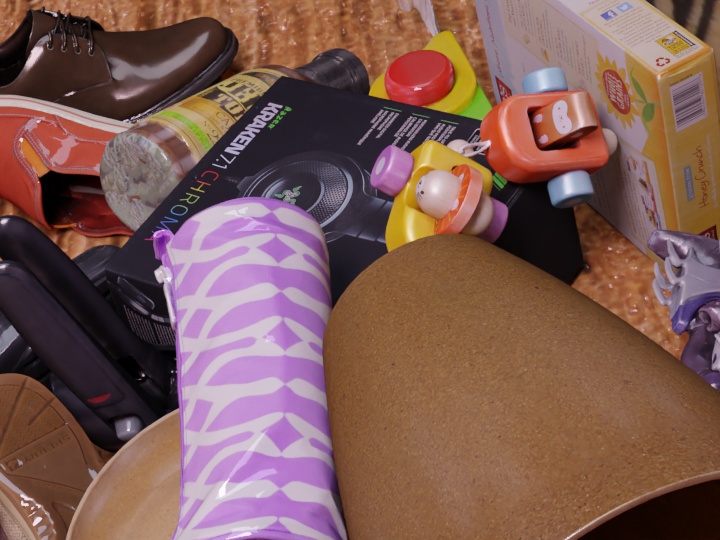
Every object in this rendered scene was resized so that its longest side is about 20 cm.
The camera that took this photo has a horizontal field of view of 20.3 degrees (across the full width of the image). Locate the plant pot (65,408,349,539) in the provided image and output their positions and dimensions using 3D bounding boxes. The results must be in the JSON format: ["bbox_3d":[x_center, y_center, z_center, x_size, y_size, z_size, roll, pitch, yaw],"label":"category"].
[{"bbox_3d":[-0.035,0.135,0.909,0.198,0.028,0.201,-2,48,2],"label":"plant pot"}]

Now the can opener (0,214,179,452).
[{"bbox_3d":[-0.128,0.045,0.979,0.078,0.200,0.064,-23,55,7],"label":"can opener"}]

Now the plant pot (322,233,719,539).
[{"bbox_3d":[0.064,0.082,0.816,0.185,0.187,0.201,-25,48,-10],"label":"plant pot"}]

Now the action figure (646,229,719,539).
[{"bbox_3d":[0.163,0.050,0.929,0.069,0.130,0.201,29,44,-10],"label":"action figure"}]

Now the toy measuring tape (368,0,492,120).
[{"bbox_3d":[0.028,-0.114,1.204,0.073,0.074,0.201,-19,40,-3],"label":"toy measuring tape"}]

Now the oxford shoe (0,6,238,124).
[{"bbox_3d":[-0.176,-0.129,1.280,0.198,0.085,0.073,-17,38,-3],"label":"oxford shoe"}]

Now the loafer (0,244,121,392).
[{"bbox_3d":[-0.203,0.051,1.093,0.070,0.068,0.200,31,62,33],"label":"loafer"}]

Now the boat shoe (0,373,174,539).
[{"bbox_3d":[-0.135,0.142,0.968,0.072,0.072,0.200,-25,60,-32],"label":"boat shoe"}]

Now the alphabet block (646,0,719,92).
[{"bbox_3d":[0.236,-0.200,1.131,0.199,0.198,0.195,24,53,38],"label":"alphabet block"}]

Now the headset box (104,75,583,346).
[{"bbox_3d":[0.000,0.000,1.062,0.199,0.093,0.174,16,50,32],"label":"headset box"}]

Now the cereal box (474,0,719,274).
[{"bbox_3d":[0.128,-0.097,1.090,0.039,0.145,0.200,-27,41,-13],"label":"cereal box"}]

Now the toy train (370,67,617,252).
[{"bbox_3d":[0.086,-0.009,0.969,0.149,0.056,0.202,0,72,-29],"label":"toy train"}]

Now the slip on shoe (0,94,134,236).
[{"bbox_3d":[-0.189,-0.058,1.216,0.198,0.074,0.061,11,50,23],"label":"slip on shoe"}]

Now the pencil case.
[{"bbox_3d":[-0.051,0.058,0.900,0.085,0.084,0.201,3,49,-11],"label":"pencil case"}]

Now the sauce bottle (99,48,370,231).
[{"bbox_3d":[-0.067,-0.083,1.172,0.064,0.065,0.200,14,31,31],"label":"sauce bottle"}]
